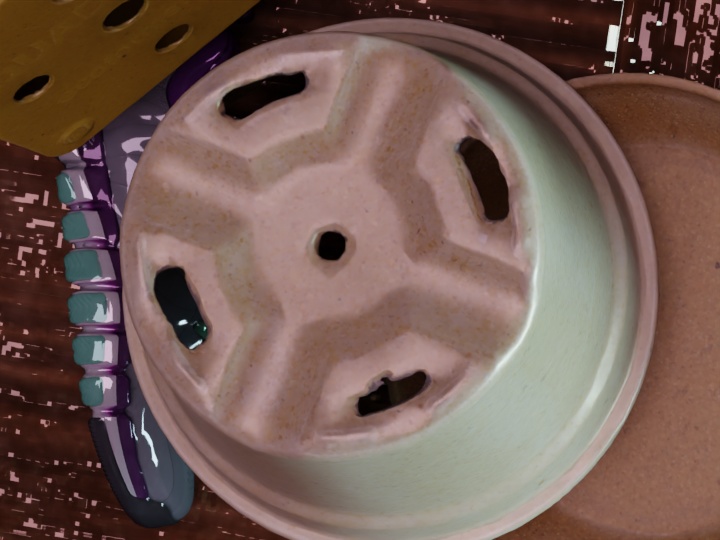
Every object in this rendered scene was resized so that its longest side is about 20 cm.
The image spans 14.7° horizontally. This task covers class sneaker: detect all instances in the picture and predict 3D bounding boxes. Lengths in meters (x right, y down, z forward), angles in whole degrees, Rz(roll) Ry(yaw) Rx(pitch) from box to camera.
[{"bbox_3d":[-0.067,-0.002,1.073,0.087,0.074,0.201,-8,95,5],"label":"sneaker"}]

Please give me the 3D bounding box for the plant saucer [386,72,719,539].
[{"bbox_3d":[0.105,0.027,1.045,0.200,0.035,0.201,1,93,26],"label":"plant saucer"}]

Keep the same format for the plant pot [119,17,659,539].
[{"bbox_3d":[0.000,0.000,0.942,0.200,0.183,0.201,0,86,7],"label":"plant pot"}]

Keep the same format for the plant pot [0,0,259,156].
[{"bbox_3d":[-0.126,-0.155,0.976,0.200,0.200,0.177,-38,73,12],"label":"plant pot"}]
